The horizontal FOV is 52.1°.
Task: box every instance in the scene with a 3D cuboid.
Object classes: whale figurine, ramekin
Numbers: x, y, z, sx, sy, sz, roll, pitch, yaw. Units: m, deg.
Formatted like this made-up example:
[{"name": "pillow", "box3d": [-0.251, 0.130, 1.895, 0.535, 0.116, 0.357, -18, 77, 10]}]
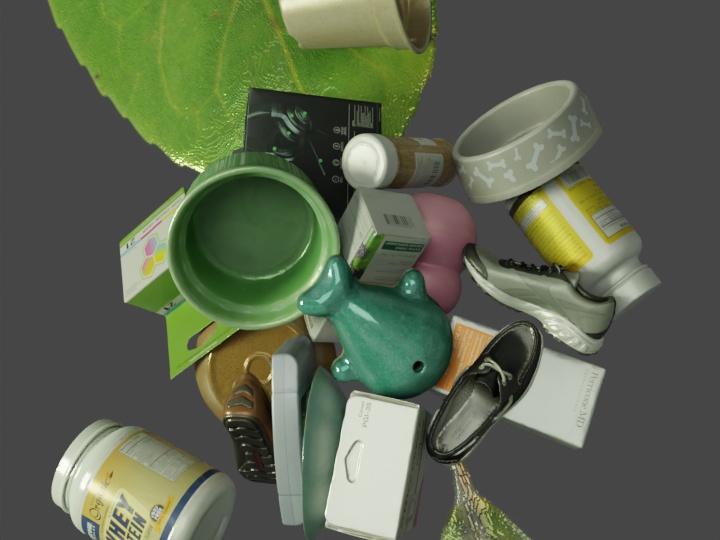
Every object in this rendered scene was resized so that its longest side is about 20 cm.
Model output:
[{"name": "whale figurine", "box3d": [0.023, 0.069, 0.839, 0.160, 0.199, 0.104, -49, 29, 4]}, {"name": "ramekin", "box3d": [-0.126, -0.041, 0.876, 0.196, 0.098, 0.204, -4, 116, -7]}]

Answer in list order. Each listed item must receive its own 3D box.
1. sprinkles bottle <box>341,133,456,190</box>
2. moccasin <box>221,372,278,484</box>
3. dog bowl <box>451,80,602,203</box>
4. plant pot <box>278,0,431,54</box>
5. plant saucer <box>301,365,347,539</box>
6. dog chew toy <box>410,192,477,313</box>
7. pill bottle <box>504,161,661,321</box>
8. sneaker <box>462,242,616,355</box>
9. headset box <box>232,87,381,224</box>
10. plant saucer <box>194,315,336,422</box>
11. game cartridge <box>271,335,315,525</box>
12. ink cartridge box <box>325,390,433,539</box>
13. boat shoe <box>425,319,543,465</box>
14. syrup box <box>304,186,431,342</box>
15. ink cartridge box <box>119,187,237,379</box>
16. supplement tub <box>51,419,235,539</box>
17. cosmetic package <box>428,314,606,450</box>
[{"name": "sprinkles bottle", "box3d": [0.057, -0.139, 0.952, 0.067, 0.199, 0.070, 5, 99, 33]}, {"name": "moccasin", "box3d": [-0.127, 0.201, 0.914, 0.072, 0.203, 0.079, -2, 47, 12]}, {"name": "dog bowl", "box3d": [0.204, -0.168, 0.934, 0.199, 0.200, 0.059, -35, 111, 1]}, {"name": "plant pot", "box3d": [-0.012, -0.399, 1.049, 0.180, 0.200, 0.205, -3, 75, 22]}, {"name": "plant saucer", "box3d": [-0.035, 0.217, 0.882, 0.038, 0.201, 0.205, 1, 76, 5]}, {"name": "dog chew toy", "box3d": [0.081, 0.006, 0.958, 0.122, 0.124, 0.204, 11, 87, 13]}, {"name": "pill bottle", "box3d": [0.281, -0.039, 0.929, 0.110, 0.111, 0.201, -34, 72, 1]}, {"name": "sneaker", "box3d": [0.213, 0.017, 0.886, 0.198, 0.074, 0.080, 31, 111, 12]}, {"name": "headset box", "box3d": [-0.075, -0.139, 0.994, 0.196, 0.093, 0.178, 3, 72, -12]}, {"name": "plant saucer", "box3d": [-0.129, 0.128, 0.974, 0.196, 0.035, 0.205, 0, 95, 5]}, {"name": "game cartridge", "box3d": [-0.076, 0.190, 0.890, 0.040, 0.133, 0.204, -2, 96, 9]}, {"name": "ink cartridge box", "box3d": [0.029, 0.229, 0.865, 0.081, 0.200, 0.149, 9, 78, 12]}, {"name": "boat shoe", "box3d": [0.145, 0.139, 0.862, 0.074, 0.060, 0.200, 39, 85, 22]}, {"name": "syrup box", "box3d": [0.000, 0.000, 0.911, 0.077, 0.201, 0.082, 5, 45, -29]}, {"name": "ink cartridge box", "box3d": [-0.244, 0.017, 0.987, 0.147, 0.075, 0.203, -34, 52, 25]}, {"name": "supplement tub", "box3d": [-0.275, 0.289, 0.939, 0.197, 0.144, 0.146, 23, 81, 16]}, {"name": "cosmetic package", "box3d": [0.193, 0.140, 0.923, 0.197, 0.071, 0.103, 18, 80, 14]}]
